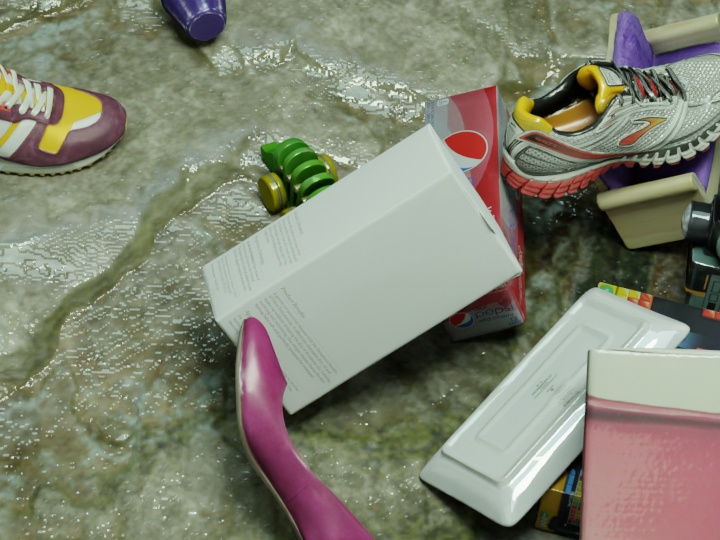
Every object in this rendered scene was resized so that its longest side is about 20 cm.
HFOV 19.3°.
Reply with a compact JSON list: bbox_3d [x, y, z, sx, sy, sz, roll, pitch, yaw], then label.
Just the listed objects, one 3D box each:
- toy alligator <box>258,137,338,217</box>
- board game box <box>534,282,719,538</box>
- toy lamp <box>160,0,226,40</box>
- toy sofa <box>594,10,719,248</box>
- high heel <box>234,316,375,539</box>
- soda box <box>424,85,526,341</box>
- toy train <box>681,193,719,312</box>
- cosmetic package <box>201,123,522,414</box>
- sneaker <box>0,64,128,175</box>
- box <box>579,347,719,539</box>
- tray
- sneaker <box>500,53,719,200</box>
[{"bbox_3d":[-0.026,-0.044,1.653,0.059,0.054,0.200,-21,55,-20],"label":"toy alligator"},{"bbox_3d":[0.229,0.115,1.540,0.165,0.057,0.200,13,51,8],"label":"board game box"},{"bbox_3d":[-0.162,-0.277,1.836,0.058,0.058,0.200,-14,54,-16],"label":"toy lamp"},{"bbox_3d":[0.244,-0.123,1.696,0.083,0.098,0.200,-10,43,28],"label":"toy sofa"},{"bbox_3d":[-0.034,0.127,1.463,0.096,0.067,0.200,-8,89,-2],"label":"high heel"},{"bbox_3d":[0.088,-0.047,1.644,0.063,0.070,0.200,-12,48,15],"label":"soda box"},{"bbox_3d":[0.338,-0.003,1.609,0.200,0.114,0.085,10,44,2],"label":"toy train"},{"bbox_3d":[0.000,0.000,1.522,0.200,0.108,0.085,-32,31,5],"label":"cosmetic package"},{"bbox_3d":[-0.285,-0.129,1.680,0.200,0.090,0.075,-4,51,-7],"label":"sneaker"},{"bbox_3d":[0.199,0.151,1.396,0.109,0.128,0.200,2,87,7],"label":"box"},{"bbox_3d":[0.135,0.089,1.515,0.200,0.022,0.107,-46,38,-16],"label":"tray"},{"bbox_3d":[0.201,-0.120,1.601,0.200,0.082,0.078,-22,49,-15],"label":"sneaker"}]
